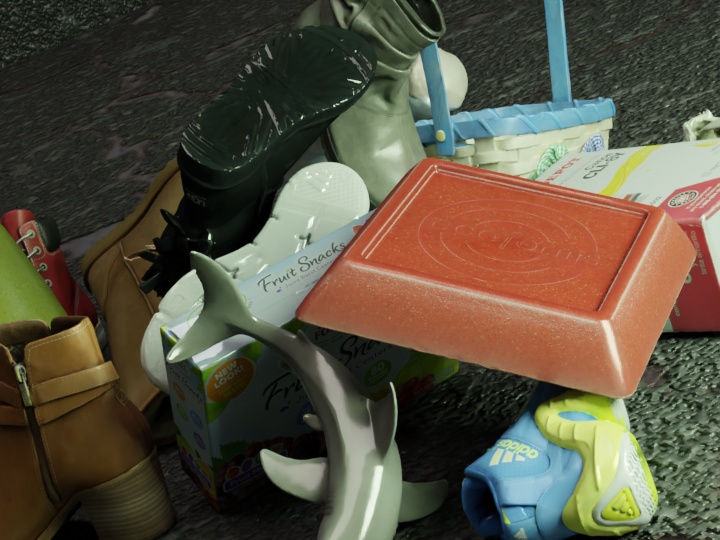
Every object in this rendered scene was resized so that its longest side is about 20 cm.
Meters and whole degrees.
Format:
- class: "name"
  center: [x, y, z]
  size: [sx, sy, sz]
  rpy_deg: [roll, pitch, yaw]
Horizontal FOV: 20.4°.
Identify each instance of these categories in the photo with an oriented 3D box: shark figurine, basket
- class: "shark figurine"
  center: [-0.014, 0.077, 1.154]
  size: [0.127, 0.215, 0.090]
  rpy_deg: [-15, -26, -31]
- class: "basket"
  center: [0.111, -0.120, 1.520]
  size: [0.138, 0.202, 0.176]
  rpy_deg: [-7, 9, 42]

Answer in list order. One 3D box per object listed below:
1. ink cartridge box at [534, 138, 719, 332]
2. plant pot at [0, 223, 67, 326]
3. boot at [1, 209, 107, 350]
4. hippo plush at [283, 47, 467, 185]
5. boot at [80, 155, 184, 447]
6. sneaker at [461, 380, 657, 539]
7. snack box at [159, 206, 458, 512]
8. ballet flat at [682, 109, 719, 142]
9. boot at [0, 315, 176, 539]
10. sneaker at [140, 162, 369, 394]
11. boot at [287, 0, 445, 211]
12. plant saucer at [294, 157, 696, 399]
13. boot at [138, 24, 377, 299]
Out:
- class: "ink cartridge box"
  center: [0.193, -0.024, 1.359]
  size: [0.199, 0.084, 0.145]
  rpy_deg: [-4, 24, 43]
- class: "plant pot"
  center: [-0.300, 0.038, 1.460]
  size: [0.186, 0.201, 0.187]
  rpy_deg: [-22, -5, -2]
- class: "boot"
  center: [-0.272, 0.033, 1.630]
  size: [0.072, 0.145, 0.200]
  rpy_deg: [-16, 19, 10]
- class: "hippo plush"
  center: [-0.034, -0.142, 1.606]
  size: [0.160, 0.160, 0.200]
  rpy_deg: [-22, -20, -40]
- class: "boot"
  center: [-0.125, 0.015, 1.494]
  size: [0.175, 0.066, 0.200]
  rpy_deg: [-46, 37, 12]
- class: "sneaker"
  center: [0.101, 0.093, 1.136]
  size: [0.104, 0.076, 0.200]
  rpy_deg: [-20, 18, 5]
- class: "snack box"
  center: [-0.028, 0.051, 1.293]
  size: [0.199, 0.143, 0.053]
  rpy_deg: [-30, 50, -23]
- class: "ballet flat"
  center: [0.296, -0.082, 1.448]
  size: [0.071, 0.072, 0.200]
  rpy_deg: [-28, 20, -23]
- class: "boot"
  center: [-0.228, 0.114, 1.316]
  size: [0.199, 0.156, 0.077]
  rpy_deg: [-10, 20, 31]
- class: "sneaker"
  center: [-0.067, 0.017, 1.361]
  size: [0.200, 0.077, 0.082]
  rpy_deg: [-44, -11, -17]
- class: "boot"
  center: [0.021, -0.134, 1.437]
  size: [0.067, 0.201, 0.131]
  rpy_deg: [-18, -22, -44]
- class: "plant saucer"
  center: [0.087, -0.007, 1.181]
  size: [0.198, 0.037, 0.200]
  rpy_deg: [13, 28, 15]
- class: "boot"
  center: [-0.073, -0.067, 1.410]
  size: [0.073, 0.163, 0.198]
  rpy_deg: [35, 52, 15]
